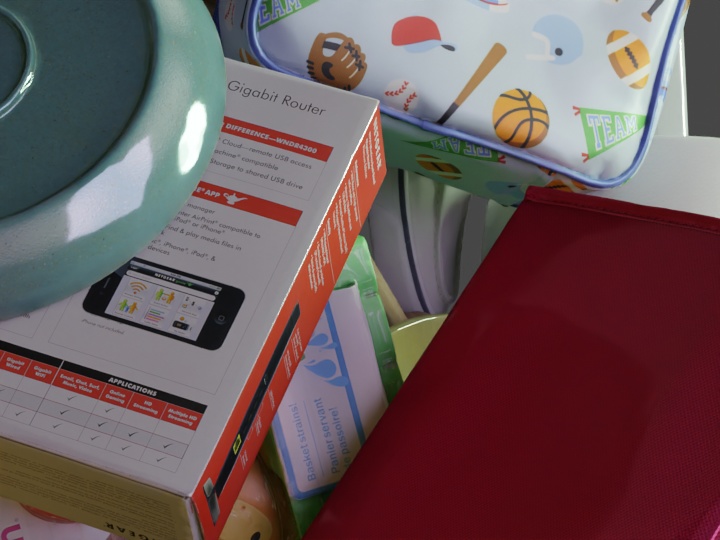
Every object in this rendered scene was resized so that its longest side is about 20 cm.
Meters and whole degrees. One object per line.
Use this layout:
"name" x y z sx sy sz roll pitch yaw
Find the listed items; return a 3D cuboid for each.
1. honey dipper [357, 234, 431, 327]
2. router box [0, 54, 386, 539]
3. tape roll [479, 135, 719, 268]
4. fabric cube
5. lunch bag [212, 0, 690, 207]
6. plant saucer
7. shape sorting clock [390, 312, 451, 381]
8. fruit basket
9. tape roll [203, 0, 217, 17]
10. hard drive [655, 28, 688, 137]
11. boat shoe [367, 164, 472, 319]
"honey dipper" 0.000 0.000 1.084 0.200 0.038 0.038 59 42 -45
"router box" -0.113 -0.007 0.919 0.049 0.200 0.180 84 27 -56
"tape roll" 0.155 0.012 1.165 0.202 0.202 0.071 27 60 -36
"fabric cube" 0.124 0.114 0.923 0.200 0.196 0.200 43 73 -31
"lunch bag" 0.046 -0.121 1.063 0.200 0.076 0.161 19 77 -16
"plant saucer" -0.150 -0.069 0.918 0.027 0.200 0.200 85 22 -55
"shape sorting clock" 0.033 0.118 1.109 0.200 0.039 0.201 -5 97 -44
"fruit basket" -0.078 0.063 0.975 0.200 0.094 0.186 -16 94 -20
"tape roll" -0.080 -0.065 1.078 0.202 0.037 0.203 14 69 -41
"hard drive" 0.137 -0.112 1.246 0.026 0.132 0.201 1 74 -4
"boat shoe" 0.042 -0.072 1.140 0.072 0.066 0.201 -16 107 -74
